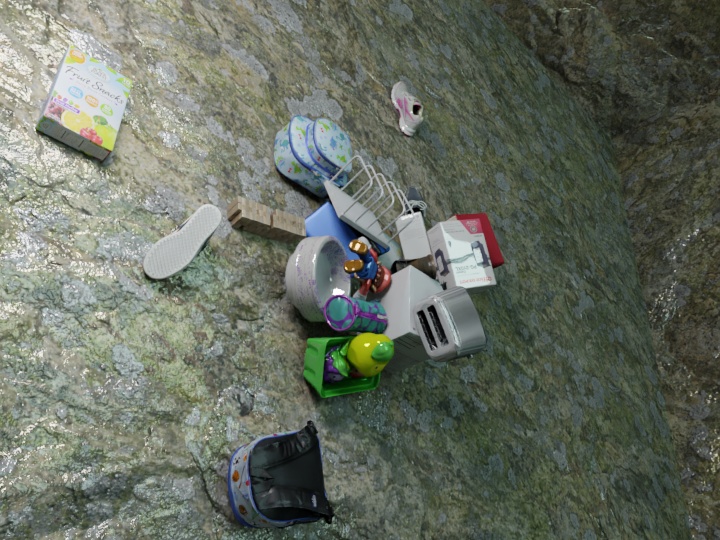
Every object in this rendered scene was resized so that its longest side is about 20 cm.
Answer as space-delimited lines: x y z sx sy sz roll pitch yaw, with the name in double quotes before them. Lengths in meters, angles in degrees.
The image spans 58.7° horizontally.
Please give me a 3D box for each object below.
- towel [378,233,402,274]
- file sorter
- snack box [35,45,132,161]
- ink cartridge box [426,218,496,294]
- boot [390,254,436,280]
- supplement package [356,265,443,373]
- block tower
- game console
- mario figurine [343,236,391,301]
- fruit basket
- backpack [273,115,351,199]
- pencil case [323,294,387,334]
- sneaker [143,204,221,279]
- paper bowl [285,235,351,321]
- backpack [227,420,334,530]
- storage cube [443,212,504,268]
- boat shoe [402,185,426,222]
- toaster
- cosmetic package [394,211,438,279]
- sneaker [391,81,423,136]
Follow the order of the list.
"towel" 0.039 -0.036 1.800 0.199 0.048 0.173 35 49 -29
"file sorter" 0.029 -0.179 1.660 0.199 0.124 0.140 31 27 -44
"snack box" -0.563 -0.343 1.314 0.141 0.053 0.203 28 49 -36
"ink cartridge box" 0.288 -0.035 1.826 0.143 0.084 0.203 -7 76 -26
"boot" 0.142 0.001 1.708 0.095 0.200 0.076 -9 89 -7
"supplement package" 0.107 0.130 1.655 0.146 0.199 0.194 28 50 -33
"block tower" -0.226 -0.118 1.551 0.198 0.057 0.055 16 57 -39
"game console" -0.038 -0.090 1.715 0.201 0.118 0.170 52 19 5
"mario figurine" 0.000 0.000 1.586 0.106 0.123 0.200 47 -2 28
"fruit basket" -0.006 0.209 1.466 0.214 0.214 0.158 1 99 -47
"backpack" -0.122 -0.317 1.708 0.198 0.146 0.186 23 50 -34
"pencil case" -0.007 0.105 1.510 0.199 0.091 0.087 15 74 -64
"sneaker" -0.372 -0.052 1.344 0.079 0.079 0.200 47 65 -7
"paper bowl" -0.106 0.021 1.530 0.200 0.103 0.205 -4 90 -67
"backpack" -0.166 0.405 1.238 0.189 0.153 0.203 18 49 -50
"storage cube" 0.315 -0.067 2.021 0.178 0.170 0.203 -8 75 -47
"boat shoe" 0.169 -0.183 2.000 0.073 0.062 0.203 1 65 2
"toaster" 0.208 0.123 1.525 0.128 0.113 0.203 -11 78 -47
"cosmetic package" 0.166 -0.057 1.873 0.108 0.083 0.204 44 33 -79
"sneaker" 0.172 -0.573 2.223 0.081 0.088 0.203 1 68 -47
